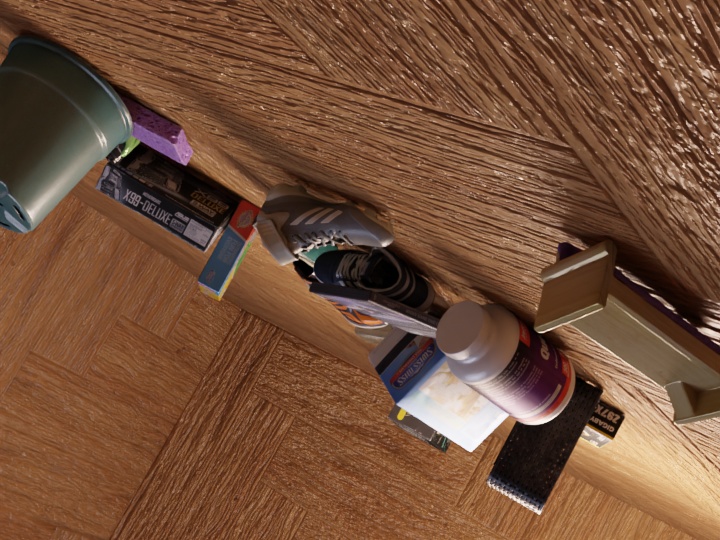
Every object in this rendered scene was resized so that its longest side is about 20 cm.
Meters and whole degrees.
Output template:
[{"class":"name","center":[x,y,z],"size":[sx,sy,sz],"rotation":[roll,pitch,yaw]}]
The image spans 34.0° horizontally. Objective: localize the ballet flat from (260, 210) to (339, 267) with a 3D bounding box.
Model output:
[{"class":"ballet flat","center":[-0.103,-0.057,1.722],"size":[0.069,0.070,0.200],"rotation":[24,170,35]}]

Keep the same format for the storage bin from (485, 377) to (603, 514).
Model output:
[{"class":"storage bin","center":[0.274,0.251,1.759],"size":[0.093,0.201,0.135],"rotation":[27,172,13]}]

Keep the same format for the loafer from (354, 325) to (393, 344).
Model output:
[{"class":"loafer","center":[0.086,0.098,1.994],"size":[0.199,0.069,0.076],"rotation":[9,169,21]}]

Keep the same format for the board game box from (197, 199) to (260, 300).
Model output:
[{"class":"board game box","center":[-0.218,-0.030,1.972],"size":[0.040,0.154,0.200],"rotation":[29,173,-3]}]

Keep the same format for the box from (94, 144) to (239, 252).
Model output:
[{"class":"box","center":[-0.303,-0.118,1.877],"size":[0.199,0.050,0.158],"rotation":[31,-161,-2]}]

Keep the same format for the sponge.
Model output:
[{"class":"sponge","center":[-0.329,-0.217,1.647],"size":[0.199,0.030,0.112],"rotation":[29,171,7]}]

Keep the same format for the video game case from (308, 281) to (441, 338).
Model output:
[{"class":"video game case","center":[0.045,0.060,1.643],"size":[0.199,0.019,0.143],"rotation":[25,170,-35]}]

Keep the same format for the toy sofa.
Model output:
[{"class":"toy sofa","center":[0.256,0.047,1.044],"size":[0.200,0.098,0.083],"rotation":[33,147,-22]}]

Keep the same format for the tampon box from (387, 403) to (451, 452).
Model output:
[{"class":"tampon box","center":[0.171,0.339,2.883],"size":[0.126,0.150,0.200],"rotation":[26,171,20]}]

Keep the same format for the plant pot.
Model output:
[{"class":"plant pot","center":[-0.440,-0.169,1.563],"size":[0.199,0.197,0.201],"rotation":[26,155,13]}]

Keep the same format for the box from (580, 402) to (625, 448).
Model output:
[{"class":"box","center":[0.343,0.228,1.935],"size":[0.159,0.050,0.200],"rotation":[30,173,10]}]

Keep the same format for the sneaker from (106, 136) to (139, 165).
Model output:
[{"class":"sneaker","center":[-0.426,-0.217,1.802],"size":[0.199,0.084,0.077],"rotation":[25,170,34]}]

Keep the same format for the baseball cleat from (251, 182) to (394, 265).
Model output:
[{"class":"baseball cleat","center":[-0.050,-0.042,1.442],"size":[0.199,0.107,0.070],"rotation":[21,163,41]}]

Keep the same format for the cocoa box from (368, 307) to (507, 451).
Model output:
[{"class":"cocoa box","center":[0.138,0.170,1.873],"size":[0.200,0.133,0.131],"rotation":[36,-166,-37]}]

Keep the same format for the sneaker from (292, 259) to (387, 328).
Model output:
[{"class":"sneaker","center":[-0.038,0.027,1.950],"size":[0.199,0.078,0.112],"rotation":[26,172,30]}]

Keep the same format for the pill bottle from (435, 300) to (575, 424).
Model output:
[{"class":"pill bottle","center":[0.190,0.118,1.558],"size":[0.200,0.113,0.112],"rotation":[36,170,-38]}]

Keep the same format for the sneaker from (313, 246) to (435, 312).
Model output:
[{"class":"sneaker","center":[0.000,0.000,1.654],"size":[0.199,0.070,0.108],"rotation":[17,171,32]}]
